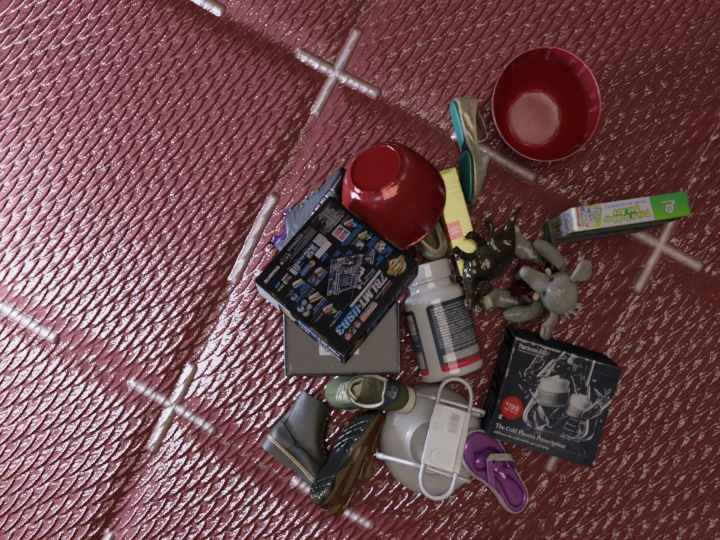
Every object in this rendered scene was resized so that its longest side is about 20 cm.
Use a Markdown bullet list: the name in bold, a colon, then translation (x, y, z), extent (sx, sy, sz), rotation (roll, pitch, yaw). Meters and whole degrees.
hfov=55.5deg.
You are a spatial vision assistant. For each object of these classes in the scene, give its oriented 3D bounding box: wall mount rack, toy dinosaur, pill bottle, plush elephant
- **wall mount rack**: translation (0.120, 0.281, 1.177), extent (0.168, 0.075, 0.206), rotation (14, 75, 9)
- **toy dinosaur**: translation (0.225, -0.023, 1.209), extent (0.102, 0.077, 0.201), rotation (41, 81, -11)
- **pill bottle**: translation (0.143, 0.089, 1.245), extent (0.116, 0.120, 0.206), rotation (-15, 88, 1)
- **plush elephant**: translation (0.325, 0.029, 1.224), extent (0.196, 0.155, 0.168), rotation (29, 89, 3)

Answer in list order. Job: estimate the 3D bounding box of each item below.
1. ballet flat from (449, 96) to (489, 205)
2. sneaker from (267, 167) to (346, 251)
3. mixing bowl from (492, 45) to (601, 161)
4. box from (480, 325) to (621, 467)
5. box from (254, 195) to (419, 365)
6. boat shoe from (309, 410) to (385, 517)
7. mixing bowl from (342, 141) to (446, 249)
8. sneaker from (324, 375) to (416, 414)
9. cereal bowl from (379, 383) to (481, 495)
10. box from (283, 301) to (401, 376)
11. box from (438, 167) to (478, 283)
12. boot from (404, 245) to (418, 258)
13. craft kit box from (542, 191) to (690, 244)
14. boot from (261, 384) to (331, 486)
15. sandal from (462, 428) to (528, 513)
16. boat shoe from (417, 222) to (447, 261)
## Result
- **ballet flat**: translation (0.215, -0.229, 1.285), extent (0.060, 0.067, 0.207), rotation (-8, 88, -9)
- **sneaker**: translation (-0.098, -0.116, 1.284), extent (0.086, 0.074, 0.203), rotation (30, 89, 9)
- **mixing bowl**: translation (0.331, -0.292, 1.261), extent (0.193, 0.108, 0.208), rotation (0, 87, 2)
- **box**: translation (0.336, 0.222, 1.230), extent (0.194, 0.104, 0.188), rotation (15, 96, 2)
- **box**: translation (-0.037, 0.011, 1.105), extent (0.197, 0.050, 0.201), rotation (36, 72, 16)
- **boat shoe**: translation (-0.013, 0.345, 1.230), extent (0.074, 0.075, 0.202), rotation (46, 63, -18)
- **mixing bowl**: translation (0.043, -0.147, 1.197), extent (0.194, 0.109, 0.206), rotation (-12, 57, 18)
- **sneaker**: translation (-0.002, 0.210, 1.212), extent (0.196, 0.089, 0.069), rotation (-2, 68, 38)
- **cereal bowl**: translation (0.132, 0.313, 1.255), extent (0.193, 0.083, 0.207), rotation (0, 87, 1)
- **box**: translation (-0.028, 0.117, 1.208), extent (0.193, 0.198, 0.128), rotation (-1, 88, 2)
- **box**: translation (0.179, -0.082, 1.274), extent (0.049, 0.075, 0.206), rotation (-15, 88, 1)
- **boot**: translation (0.000, 0.000, 1.233), extent (0.193, 0.169, 0.074), rotation (4, 130, 12)
- **craft kit box**: translation (0.441, -0.088, 1.206), extent (0.193, 0.198, 0.050), rotation (-8, 88, 0)
- **boot**: translation (-0.067, 0.325, 1.267), extent (0.198, 0.077, 0.140), rotation (36, 80, -2)
- **sandal**: translation (0.253, 0.360, 1.232), extent (0.203, 0.049, 0.083), rotation (48, 66, -22)
- **boat shoe**: translation (0.101, -0.115, 1.272), extent (0.072, 0.063, 0.205), rotation (-25, 76, 2)
